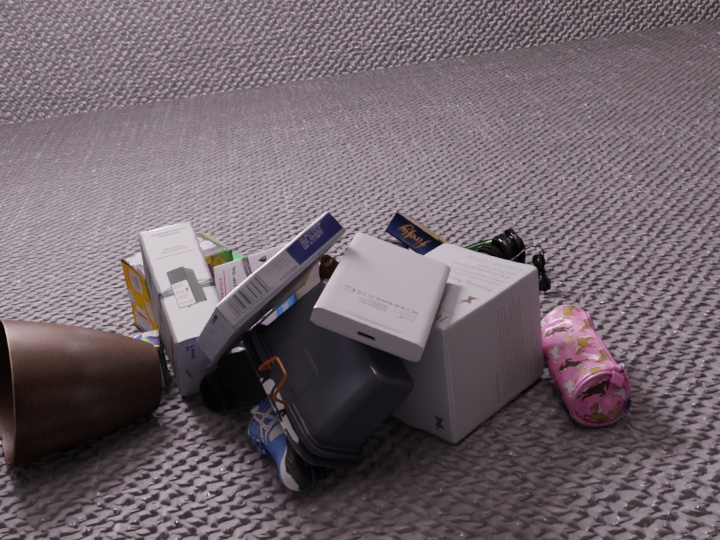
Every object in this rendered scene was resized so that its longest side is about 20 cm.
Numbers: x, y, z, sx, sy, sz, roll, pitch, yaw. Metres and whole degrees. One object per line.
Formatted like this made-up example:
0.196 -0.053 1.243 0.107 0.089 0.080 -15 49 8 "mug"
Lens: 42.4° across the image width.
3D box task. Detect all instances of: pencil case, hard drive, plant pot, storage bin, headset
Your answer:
0.289 0.120 1.217 0.085 0.084 0.200 -8 23 0 "pencil case"
0.030 0.026 1.106 0.130 0.027 0.200 21 29 4 "hard drive"
-0.375 0.153 1.249 0.197 0.190 0.187 -3 19 -29 "plant pot"
-0.038 0.112 1.118 0.145 0.134 0.201 21 31 -51 "storage bin"
0.235 -0.009 1.563 0.123 0.095 0.199 -29 16 -33 "headset"

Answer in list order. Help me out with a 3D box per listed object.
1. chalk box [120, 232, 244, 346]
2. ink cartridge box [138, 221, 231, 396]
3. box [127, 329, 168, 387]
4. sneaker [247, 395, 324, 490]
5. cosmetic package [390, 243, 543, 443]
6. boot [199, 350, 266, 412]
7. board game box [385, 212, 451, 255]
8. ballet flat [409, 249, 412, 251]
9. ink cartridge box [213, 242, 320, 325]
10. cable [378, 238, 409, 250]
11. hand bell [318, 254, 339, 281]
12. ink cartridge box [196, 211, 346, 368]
-0.277 0.021 1.550 0.198 0.126 0.124 -20 26 -28 "chalk box"
-0.252 0.056 1.343 0.082 0.147 0.202 -15 58 -17 "ink cartridge box"
-0.385 0.148 1.359 0.197 0.071 0.064 -11 22 -9 "box"
-0.095 0.212 1.155 0.076 0.076 0.200 -27 22 4 "sneaker"
0.119 0.089 1.229 0.166 0.169 0.199 16 34 42 "cosmetic package"
-0.121 0.119 1.284 0.173 0.070 0.199 -29 1 -38 "boot"
0.138 -0.015 1.399 0.199 0.035 0.135 36 7 11 "board game box"
0.126 0.019 1.527 0.069 0.070 0.199 -22 32 -31 "ballet flat"
-0.153 0.040 1.396 0.198 0.118 0.067 -16 -14 36 "ink cartridge box"
0.000 0.000 1.425 0.161 0.051 0.200 -20 16 3 "cable"
-0.027 0.035 1.229 0.102 0.201 0.106 -5 61 9 "hand bell"
-0.122 0.028 1.189 0.199 0.041 0.200 -43 -2 -28 "ink cartridge box"
